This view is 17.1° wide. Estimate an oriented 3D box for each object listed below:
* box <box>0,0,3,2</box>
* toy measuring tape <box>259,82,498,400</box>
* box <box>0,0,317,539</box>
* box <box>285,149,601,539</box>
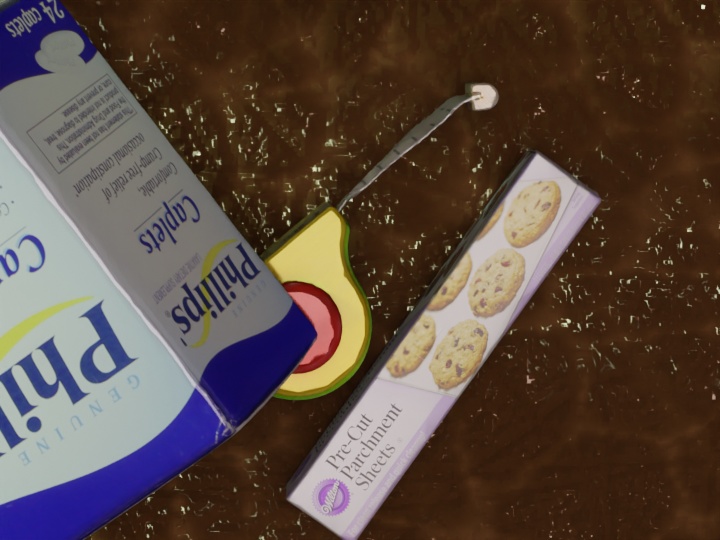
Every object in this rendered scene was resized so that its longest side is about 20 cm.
[{"bbox_3d":[-0.191,-0.204,1.077,0.136,0.038,0.200,28,93,-6],"label":"box"},{"bbox_3d":[0.000,0.000,1.093,0.200,0.074,0.074,-40,96,1],"label":"toy measuring tape"},{"bbox_3d":[-0.157,0.017,1.033,0.184,0.105,0.200,-35,97,27],"label":"box"},{"bbox_3d":[0.038,0.035,1.113,0.041,0.039,0.200,36,92,-5],"label":"box"}]
